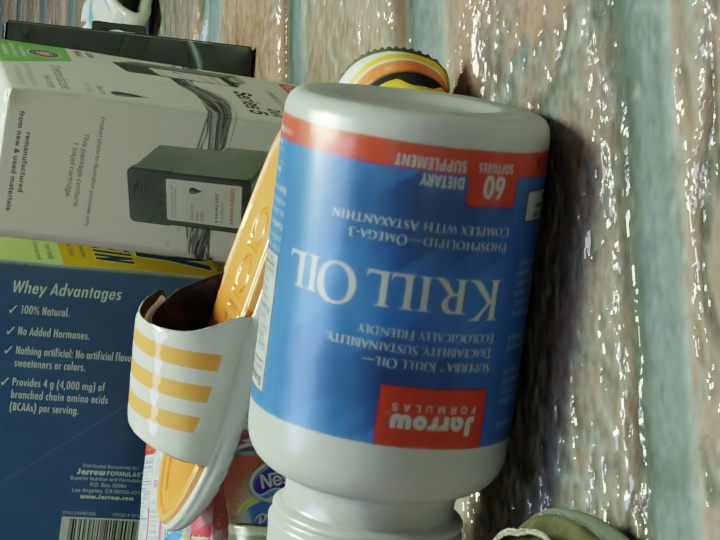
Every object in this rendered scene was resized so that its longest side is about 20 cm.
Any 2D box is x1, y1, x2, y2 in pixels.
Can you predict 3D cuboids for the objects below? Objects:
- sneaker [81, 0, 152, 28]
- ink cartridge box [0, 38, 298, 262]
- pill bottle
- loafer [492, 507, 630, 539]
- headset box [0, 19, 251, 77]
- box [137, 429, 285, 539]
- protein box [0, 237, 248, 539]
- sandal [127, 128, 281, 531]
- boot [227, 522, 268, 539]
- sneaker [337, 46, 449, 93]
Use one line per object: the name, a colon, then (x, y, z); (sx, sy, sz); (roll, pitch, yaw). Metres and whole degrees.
sneaker: (-0.205, -0.290, 1.795); (0.087, 0.074, 0.202); (144, 121, -60)
ink cartridge box: (-0.111, -0.065, 1.147); (0.146, 0.198, 0.085); (-132, 50, -68)
pill bottle: (0.012, 0.029, 0.845); (0.112, 0.111, 0.202); (-142, 57, -71)
loafer: (0.070, 0.150, 0.683); (0.200, 0.069, 0.076); (-113, 31, -58)
headset box: (-0.171, -0.072, 1.402); (0.093, 0.172, 0.202); (173, 100, -73)
box: (-0.056, 0.140, 1.084); (0.200, 0.094, 0.101); (157, 118, -72)
protein box: (-0.149, 0.076, 1.246); (0.135, 0.196, 0.202); (-131, 48, -68)
sandal: (-0.075, 0.017, 0.965); (0.079, 0.059, 0.209); (-146, 73, -70)
boot: (-0.050, 0.214, 0.913); (0.072, 0.180, 0.202); (-168, 78, -69)
sneaker: (0.000, 0.000, 0.968); (0.090, 0.069, 0.202); (-104, 26, -55)
